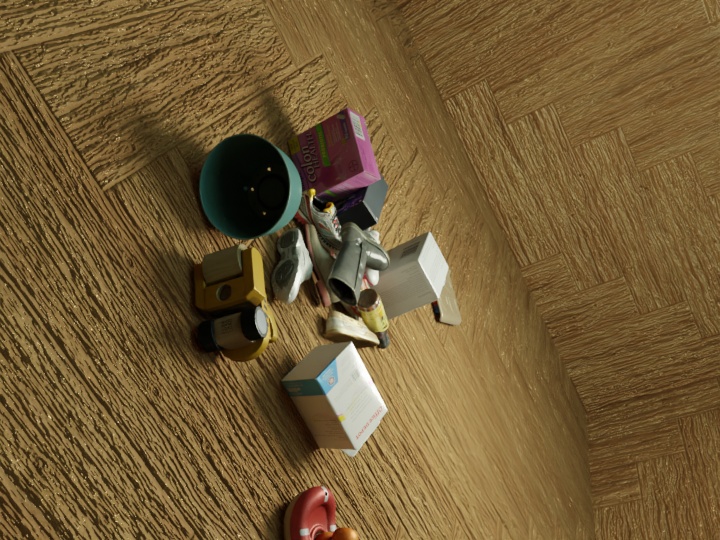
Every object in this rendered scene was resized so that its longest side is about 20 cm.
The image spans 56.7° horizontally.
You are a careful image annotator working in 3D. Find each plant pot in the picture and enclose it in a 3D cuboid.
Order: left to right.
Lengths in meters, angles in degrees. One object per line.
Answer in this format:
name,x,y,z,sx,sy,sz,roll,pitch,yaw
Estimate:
plant pot,-0.210,-0.166,1.377,0.161,0.196,0.206,-8,77,-76

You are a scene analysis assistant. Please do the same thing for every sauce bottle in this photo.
sauce bottle,0.039,0.130,1.730,0.202,0.064,0.067,70,16,-50

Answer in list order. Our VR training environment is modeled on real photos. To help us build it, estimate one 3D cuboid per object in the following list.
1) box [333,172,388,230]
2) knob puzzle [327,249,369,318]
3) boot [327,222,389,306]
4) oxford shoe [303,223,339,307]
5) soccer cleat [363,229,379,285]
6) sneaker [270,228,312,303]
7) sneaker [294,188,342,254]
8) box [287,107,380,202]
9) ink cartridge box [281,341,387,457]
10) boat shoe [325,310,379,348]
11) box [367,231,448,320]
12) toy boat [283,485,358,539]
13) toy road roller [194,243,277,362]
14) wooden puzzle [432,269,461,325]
box,-0.011,-0.177,1.786,0.080,0.138,0.202,55,28,-24
knob puzzle,-0.018,0.031,1.739,0.220,0.030,0.224,45,34,-42
boot,-0.001,0.002,1.601,0.180,0.072,0.203,37,34,-27
oxford shoe,-0.087,-0.020,1.616,0.070,0.073,0.206,-173,-113,-81
soccer cleat,0.020,-0.055,1.762,0.070,0.085,0.203,37,25,-47
sneaker,-0.143,0.002,1.510,0.100,0.076,0.204,51,31,-39
sneaker,-0.084,-0.119,1.661,0.199,0.082,0.079,42,30,-20
box,-0.070,-0.288,1.731,0.096,0.196,0.181,10,62,-59
ink cartridge box,-0.048,0.274,1.397,0.128,0.123,0.204,-40,109,-41
boat shoe,-0.017,0.145,1.655,0.199,0.072,0.071,28,52,-54
box,0.131,0.018,1.908,0.133,0.196,0.200,58,27,-15
toy boat,-0.060,0.502,1.226,0.130,0.128,0.206,23,50,-57
toy road roller,-0.225,0.069,1.249,0.146,0.120,0.205,49,29,-64
wooden puzzle,0.291,0.090,2.364,0.184,0.045,0.206,17,61,-59
